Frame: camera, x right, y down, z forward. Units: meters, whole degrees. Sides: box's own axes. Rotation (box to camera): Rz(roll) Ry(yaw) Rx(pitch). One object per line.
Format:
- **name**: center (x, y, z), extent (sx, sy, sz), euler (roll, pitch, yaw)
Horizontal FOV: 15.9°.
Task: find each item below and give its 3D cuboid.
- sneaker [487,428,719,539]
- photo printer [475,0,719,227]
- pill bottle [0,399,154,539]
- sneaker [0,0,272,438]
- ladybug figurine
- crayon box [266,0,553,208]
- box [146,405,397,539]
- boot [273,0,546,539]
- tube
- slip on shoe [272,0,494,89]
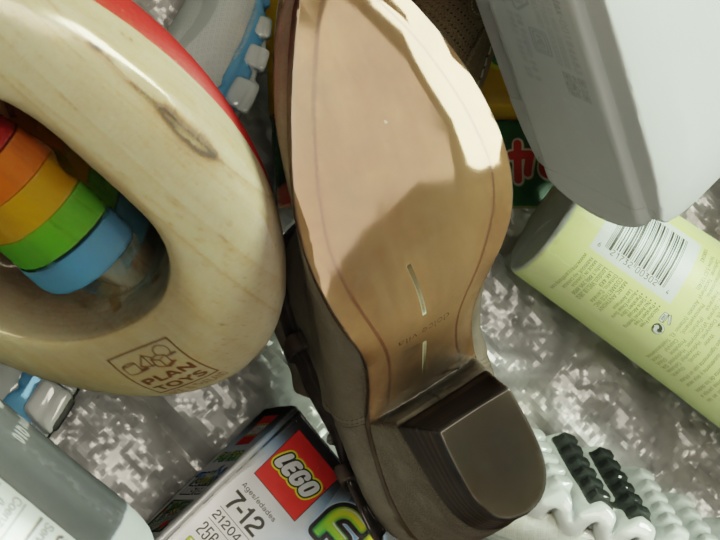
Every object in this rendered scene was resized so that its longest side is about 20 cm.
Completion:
- **sneaker**: center (0.107, 0.121, 0.935), extent (0.199, 0.075, 0.081), euler (25, 105, -9)
- **photo printer**: center (0.121, -0.134, 0.807), extent (0.200, 0.069, 0.167), euler (-43, 136, -21)
- **pill bottle**: center (-0.135, 0.092, 0.789), extent (0.200, 0.113, 0.113), euler (41, 73, -8)
- **sneaker**: center (-0.103, -0.030, 0.865), extent (0.086, 0.075, 0.201), euler (33, 74, -10)
- **ladybug figurine**: center (-0.098, -0.037, 0.774), extent (0.200, 0.135, 0.072), euler (46, 37, -34)
- **crayon box**: center (0.030, -0.124, 0.933), extent (0.126, 0.051, 0.201), euler (-2, 87, -22)
- **box**: center (-0.003, 0.158, 0.905), extent (0.110, 0.035, 0.200), euler (-44, 101, -19)
- **boot**: center (0.000, 0.000, 0.829), extent (0.070, 0.146, 0.201), euler (-19, 100, -16)
- **tube**: center (0.148, 0.035, 0.947), extent (0.200, 0.058, 0.052), euler (34, 47, -9)
- **slip on shoe**: center (0.020, -0.108, 0.830), extent (0.076, 0.061, 0.201), euler (21, 114, -3)
